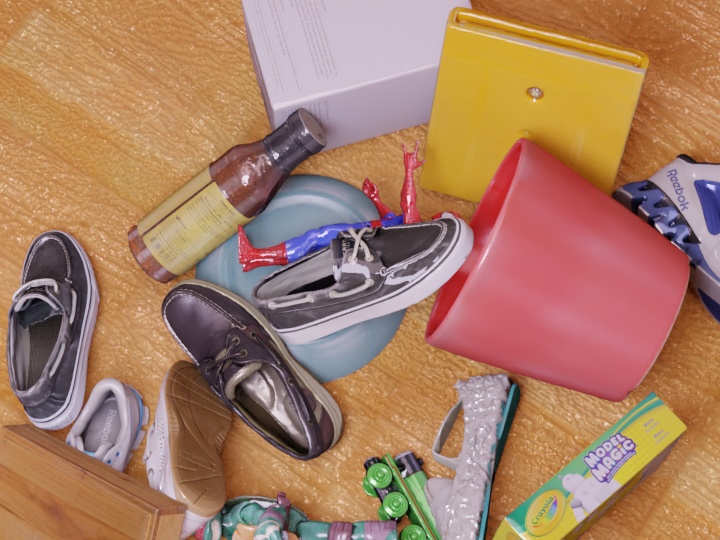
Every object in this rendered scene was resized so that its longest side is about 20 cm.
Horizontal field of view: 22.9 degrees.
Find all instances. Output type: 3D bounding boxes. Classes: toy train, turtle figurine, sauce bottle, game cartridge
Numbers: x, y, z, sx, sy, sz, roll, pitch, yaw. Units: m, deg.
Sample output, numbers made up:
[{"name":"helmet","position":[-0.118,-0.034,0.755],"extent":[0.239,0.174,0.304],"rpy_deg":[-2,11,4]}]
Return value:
[{"name":"toy train","position":[0.066,0.242,1.520],"extent":[0.056,0.042,0.201],"rpy_deg":[-24,73,-17]},{"name":"turtle figurine","position":[-0.074,0.234,1.482],"extent":[0.198,0.150,0.101],"rpy_deg":[9,54,-5]},{"name":"sauce bottle","position":[-0.116,-0.067,1.570],"extent":[0.199,0.066,0.066],"rpy_deg":[-35,72,18]},{"name":"game cartridge","position":[0.148,-0.129,1.560],"extent":[0.174,0.201,0.033],"rpy_deg":[15,50,5]}]

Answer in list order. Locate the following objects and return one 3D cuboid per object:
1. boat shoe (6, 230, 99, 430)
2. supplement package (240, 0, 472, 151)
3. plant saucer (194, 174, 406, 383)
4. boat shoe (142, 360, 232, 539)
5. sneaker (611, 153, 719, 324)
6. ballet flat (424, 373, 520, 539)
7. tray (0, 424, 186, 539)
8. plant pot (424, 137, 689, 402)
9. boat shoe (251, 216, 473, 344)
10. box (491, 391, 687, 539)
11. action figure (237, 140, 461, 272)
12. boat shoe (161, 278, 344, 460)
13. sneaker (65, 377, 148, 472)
[{"name":"boat shoe","position":[-0.271,0.039,1.552],"extent":[0.071,0.071,0.202],"rpy_deg":[-14,54,8]},{"name":"supplement package","position":[0.003,-0.197,1.621],"extent":[0.198,0.120,0.122],"rpy_deg":[-15,70,-4]},{"name":"plant saucer","position":[-0.053,0.002,1.601],"extent":[0.198,0.036,0.202],"rpy_deg":[0,72,1]},{"name":"boat shoe","position":[-0.155,0.153,1.505],"extent":[0.070,0.201,0.069],"rpy_deg":[31,116,-19]},{"name":"sneaker","position":[0.331,-0.034,1.584],"extent":[0.115,0.081,0.200],"rpy_deg":[-39,74,-9]},{"name":"ballet flat","position":[0.089,0.175,1.516],"extent":[0.071,0.072,0.201],"rpy_deg":[13,53,5]},{"name":"tray","position":[-0.232,0.206,1.456],"extent":[0.199,0.037,0.100],"rpy_deg":[20,101,37]},{"name":"plant pot","position":[0.173,0.013,1.522],"extent":[0.176,0.200,0.202],"rpy_deg":[26,74,-3]},{"name":"boat shoe","position":[0.000,0.000,1.505],"extent":[0.199,0.064,0.071],"rpy_deg":[-26,39,19]},{"name":"box","position":[0.176,0.194,1.479],"extent":[0.200,0.118,0.048],"rpy_deg":[-39,74,-21]},{"name":"action figure","position":[-0.009,-0.056,1.565],"extent":[0.198,0.065,0.100],"rpy_deg":[-3,81,0]},{"name":"boat shoe","position":[-0.097,0.085,1.539],"extent":[0.200,0.065,0.073],"rpy_deg":[40,108,5]},{"name":"sneaker","position":[-0.236,0.184,1.518],"extent":[0.074,0.087,0.202],"rpy_deg":[9,73,2]}]
